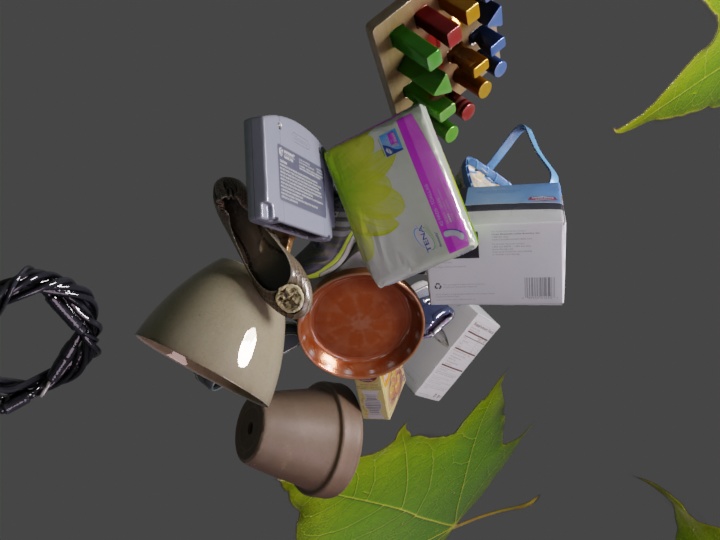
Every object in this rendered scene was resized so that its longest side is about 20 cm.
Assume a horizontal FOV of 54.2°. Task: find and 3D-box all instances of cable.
[{"bbox_3d":[-0.383,0.081,0.831,0.161,0.051,0.203,-14,133,-38],"label":"cable"}]

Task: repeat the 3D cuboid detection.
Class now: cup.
[{"bbox_3d":[-0.177,0.072,0.940,0.145,0.197,0.201,-62,148,-17],"label":"cup"}]

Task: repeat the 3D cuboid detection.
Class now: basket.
[{"bbox_3d":[0.229,-0.121,1.150,0.138,0.178,0.200,29,119,-26],"label":"basket"}]

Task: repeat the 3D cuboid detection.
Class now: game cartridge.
[{"bbox_3d":[-0.085,-0.114,0.873,0.041,0.137,0.199,-10,171,19],"label":"game cartridge"}]

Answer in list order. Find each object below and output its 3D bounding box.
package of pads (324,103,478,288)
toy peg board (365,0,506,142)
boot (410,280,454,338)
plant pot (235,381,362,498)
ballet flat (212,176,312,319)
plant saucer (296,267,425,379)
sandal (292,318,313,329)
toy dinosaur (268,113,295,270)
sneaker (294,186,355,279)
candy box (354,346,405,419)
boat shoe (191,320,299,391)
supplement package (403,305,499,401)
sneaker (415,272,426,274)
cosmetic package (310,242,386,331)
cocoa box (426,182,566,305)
[{"bbox_3d":[0.051,-0.095,0.936,0.152,0.204,0.068,-22,-176,16],"label":"package of pads"},{"bbox_3d":[0.131,-0.291,0.958,0.198,0.098,0.201,-39,145,-9],"label":"toy peg board"},{"bbox_3d":[0.076,0.098,1.290,0.198,0.090,0.074,-33,143,-18],"label":"boot"},{"bbox_3d":[-0.118,0.281,1.214,0.172,0.201,0.203,17,114,-31],"label":"plant pot"},{"bbox_3d":[-0.125,-0.028,0.874,0.067,0.203,0.046,-30,177,7],"label":"ballet flat"},{"bbox_3d":[0.001,0.081,1.078,0.195,0.033,0.204,-2,123,-2],"label":"plant saucer"},{"bbox_3d":[-0.052,0.093,1.172,0.049,0.074,0.200,-59,146,-8],"label":"sandal"},{"bbox_3d":[-0.097,-0.093,0.935,0.059,0.106,0.205,0,89,-10],"label":"toy dinosaur"},{"bbox_3d":[-0.037,-0.074,1.035,0.200,0.074,0.081,-48,128,0],"label":"sneaker"},{"bbox_3d":[0.025,0.137,1.202,0.116,0.054,0.204,-57,141,-57],"label":"candy box"},{"bbox_3d":[-0.166,0.137,1.100,0.197,0.062,0.074,-15,135,-36],"label":"boat shoe"},{"bbox_3d":[0.158,0.139,1.392,0.201,0.117,0.117,-53,144,9],"label":"supplement package"},{"bbox_3d":[0.167,-0.030,1.275,0.198,0.072,0.084,-29,143,-23],"label":"sneaker"},{"bbox_3d":[0.000,0.000,1.075,0.199,0.051,0.083,-38,117,18],"label":"cosmetic package"},{"bbox_3d":[0.197,-0.040,1.031,0.132,0.195,0.136,-68,153,-57],"label":"cocoa box"}]
